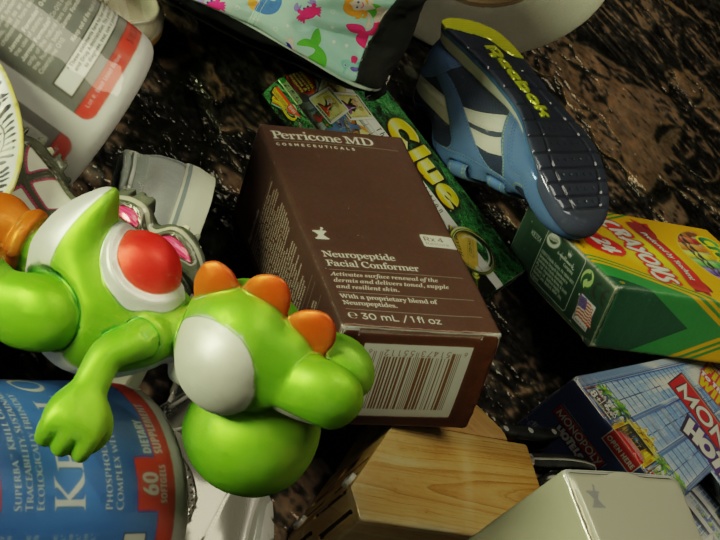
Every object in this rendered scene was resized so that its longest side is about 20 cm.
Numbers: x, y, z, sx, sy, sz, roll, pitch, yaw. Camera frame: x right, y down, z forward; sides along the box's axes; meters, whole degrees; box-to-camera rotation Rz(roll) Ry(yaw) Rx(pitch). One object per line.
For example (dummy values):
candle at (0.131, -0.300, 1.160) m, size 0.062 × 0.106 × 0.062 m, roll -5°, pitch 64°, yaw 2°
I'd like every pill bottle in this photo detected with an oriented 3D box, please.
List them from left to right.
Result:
pill bottle at (-0.183, 0.103, 0.811) m, size 0.199 × 0.112 × 0.113 m, roll 4°, pitch 53°, yaw -45°
pill bottle at (-0.221, -0.134, 0.994) m, size 0.200 × 0.116 × 0.116 m, roll 37°, pitch 36°, yaw -16°

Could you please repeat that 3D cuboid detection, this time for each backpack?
backpack at (-0.055, -0.219, 1.213) m, size 0.199 × 0.151 × 0.178 m, roll 18°, pitch 21°, yaw -10°

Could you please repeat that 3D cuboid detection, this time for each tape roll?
tape roll at (0.097, -0.249, 1.367) m, size 0.202 × 0.203 × 0.037 m, roll 30°, pitch 38°, yaw -23°

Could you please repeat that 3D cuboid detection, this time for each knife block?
knife block at (0.068, 0.152, 1.071) m, size 0.176 × 0.064 × 0.200 m, roll 44°, pitch 35°, yaw -3°

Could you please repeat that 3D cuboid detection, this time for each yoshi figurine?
yoshi figurine at (-0.095, 0.042, 0.813) m, size 0.199 × 0.112 × 0.113 m, roll 19°, pitch 71°, yaw 9°

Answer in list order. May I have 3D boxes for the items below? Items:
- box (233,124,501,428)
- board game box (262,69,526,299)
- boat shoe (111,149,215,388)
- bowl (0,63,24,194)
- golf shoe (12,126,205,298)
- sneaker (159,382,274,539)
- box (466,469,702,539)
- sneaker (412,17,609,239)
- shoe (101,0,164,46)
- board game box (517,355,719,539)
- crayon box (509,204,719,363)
box at (0.000, 0.000, 1.078) m, size 0.099 × 0.075 × 0.200 m, roll 3°, pitch 35°, yaw -23°
board game box at (0.025, -0.059, 1.266) m, size 0.200 × 0.023 × 0.105 m, roll 52°, pitch 33°, yaw 6°
boat shoe at (-0.135, 0.006, 1.006) m, size 0.071 × 0.070 × 0.201 m, roll 21°, pitch 40°, yaw -6°
bowl at (-0.271, -0.059, 0.880) m, size 0.200 × 0.094 × 0.202 m, roll 21°, pitch 44°, yaw -22°
golf shoe at (-0.173, -0.016, 0.924) m, size 0.199 × 0.078 × 0.088 m, roll 24°, pitch 47°, yaw 24°
sneaker at (-0.085, 0.090, 0.959) m, size 0.082 × 0.075 × 0.201 m, roll 28°, pitch 40°, yaw -27°
box at (0.078, 0.183, 0.934) m, size 0.095 × 0.200 × 0.078 m, roll 9°, pitch 50°, yaw -42°
sneaker at (0.104, -0.088, 1.302) m, size 0.074 × 0.082 × 0.201 m, roll 5°, pitch 43°, yaw -43°
shoe at (-0.193, -0.171, 1.113) m, size 0.199 × 0.053 × 0.070 m, roll 5°, pitch 53°, yaw -44°
board game box at (0.230, 0.137, 1.261) m, size 0.200 × 0.062 × 0.200 m, roll 53°, pitch 36°, yaw 7°
crayon box at (0.219, 0.012, 1.314) m, size 0.199 × 0.051 × 0.127 m, roll 8°, pitch 25°, yaw -31°
